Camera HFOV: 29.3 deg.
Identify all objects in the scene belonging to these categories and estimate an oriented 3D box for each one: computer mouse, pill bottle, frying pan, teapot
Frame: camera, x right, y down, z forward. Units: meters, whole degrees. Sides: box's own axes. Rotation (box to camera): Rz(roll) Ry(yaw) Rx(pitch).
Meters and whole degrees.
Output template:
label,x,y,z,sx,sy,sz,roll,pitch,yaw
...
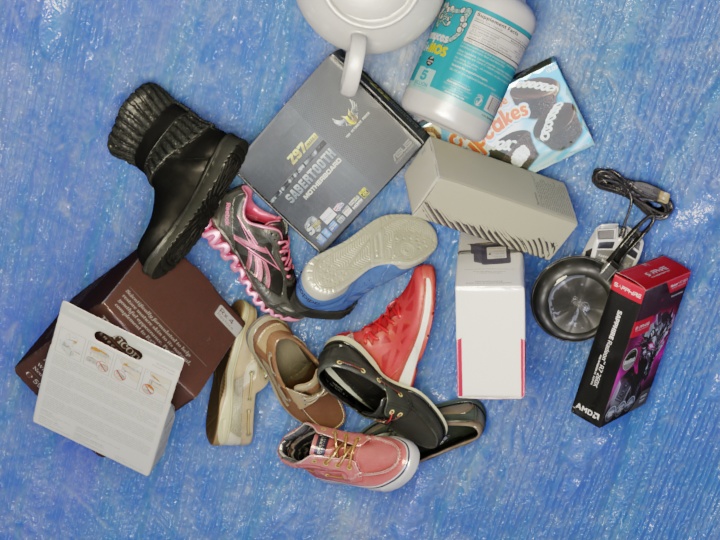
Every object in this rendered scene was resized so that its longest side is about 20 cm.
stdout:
label,x,y,z,sx,sy,sz,roll,pitch,yaw
computer mouse,0.314,-0.023,1.733,0.109,0.044,0.201,16,105,-8
pill bottle,0.134,-0.260,1.604,0.110,0.111,0.201,24,93,-6
frying pan,0.303,0.022,1.711,0.189,0.031,0.115,-26,107,9
teapot,0.010,-0.333,1.565,0.197,0.146,0.200,-33,102,7

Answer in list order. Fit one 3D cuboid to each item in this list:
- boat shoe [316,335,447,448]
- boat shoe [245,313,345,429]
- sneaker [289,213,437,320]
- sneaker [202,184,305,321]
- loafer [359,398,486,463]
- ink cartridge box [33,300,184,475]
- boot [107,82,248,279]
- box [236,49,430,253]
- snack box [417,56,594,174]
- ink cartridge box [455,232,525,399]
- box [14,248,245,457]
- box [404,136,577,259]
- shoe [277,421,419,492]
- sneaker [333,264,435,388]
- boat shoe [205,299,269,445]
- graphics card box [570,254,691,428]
label,x,y,z,sx,sy,sz,roll,pitch,yaw
boat shoe,0.026,0.168,1.753,0.201,0.063,0.074,40,127,-15
boat shoe,-0.077,0.144,1.778,0.076,0.072,0.200,-44,123,-10
sneaker,-0.001,-0.001,1.733,0.077,0.199,0.111,57,150,10
sneaker,-0.117,-0.024,1.735,0.095,0.079,0.200,-34,107,20
loafer,0.072,0.225,1.828,0.199,0.063,0.072,-22,108,11
ink cartridge box,-0.291,0.132,1.615,0.160,0.047,0.201,25,125,4
boot,-0.250,-0.109,1.668,0.157,0.079,0.212,28,77,11
box,-0.037,-0.144,1.683,0.158,0.051,0.200,44,111,0
snack box,0.172,-0.166,1.688,0.199,0.037,0.117,-25,106,12
ink cartridge box,0.160,0.049,1.684,0.084,0.200,0.145,0,111,6
box,-0.287,0.094,1.718,0.200,0.164,0.166,-33,106,35
box,0.157,-0.085,1.651,0.199,0.082,0.068,17,129,-23
shoe,-0.020,0.240,1.778,0.091,0.200,0.072,26,68,-35
sneaker,0.027,0.078,1.769,0.115,0.078,0.201,12,110,-3
boat shoe,-0.156,0.136,1.809,0.065,0.072,0.201,5,103,-21
graphics card box,0.339,0.089,1.724,0.051,0.125,0.201,30,117,31
